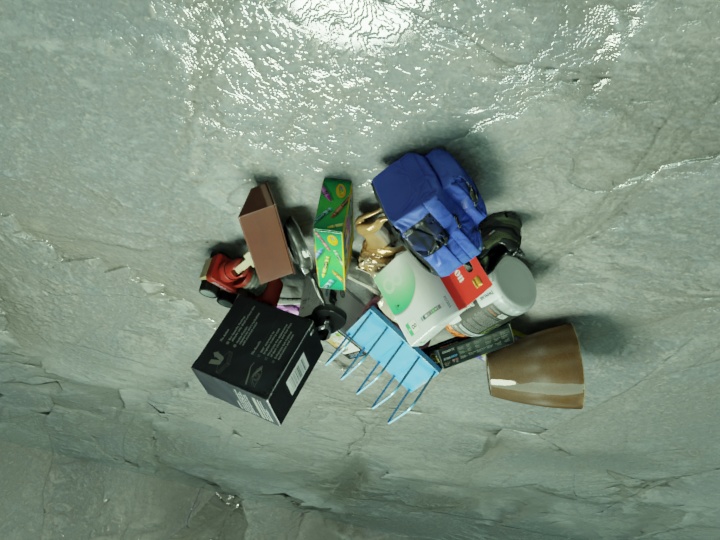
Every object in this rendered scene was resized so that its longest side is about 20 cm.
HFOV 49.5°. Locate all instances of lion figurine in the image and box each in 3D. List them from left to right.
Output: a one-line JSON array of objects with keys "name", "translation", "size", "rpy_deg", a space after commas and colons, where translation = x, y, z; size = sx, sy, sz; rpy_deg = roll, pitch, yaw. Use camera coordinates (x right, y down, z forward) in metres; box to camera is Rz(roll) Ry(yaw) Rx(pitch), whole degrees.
[{"name": "lion figurine", "translation": [0.031, -0.069, 1.545], "size": [0.120, 0.073, 0.201], "rpy_deg": [-6, 138, 20]}]

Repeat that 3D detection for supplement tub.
[{"name": "supplement tub", "translation": [0.260, 0.061, 1.626], "size": [0.121, 0.124, 0.199], "rpy_deg": [25, 144, -22]}]

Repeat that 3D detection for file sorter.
[{"name": "file sorter", "translation": [0.042, 0.206, 1.661], "size": [0.200, 0.123, 0.139], "rpy_deg": [42, 145, -1]}]

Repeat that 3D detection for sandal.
[{"name": "sandal", "translation": [-0.167, 0.106, 1.879], "size": [0.198, 0.051, 0.083], "rpy_deg": [5, 147, 8]}, {"name": "sandal", "translation": [-0.090, 0.132, 1.692], "size": [0.075, 0.043, 0.200], "rpy_deg": [22, 143, -19]}]

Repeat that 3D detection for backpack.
[{"name": "backpack", "translation": [0.139, -0.094, 1.383], "size": [0.166, 0.164, 0.200], "rpy_deg": [-29, 132, 14]}]

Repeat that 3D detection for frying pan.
[{"name": "frying pan", "translation": [-0.121, -0.025, 1.598], "size": [0.030, 0.115, 0.193], "rpy_deg": [-22, 130, -14]}]

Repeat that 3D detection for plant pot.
[{"name": "plant pot", "translation": [0.383, 0.224, 1.747], "size": [0.196, 0.190, 0.188], "rpy_deg": [-7, 146, 5]}]

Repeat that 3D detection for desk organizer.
[{"name": "desk organizer", "translation": [-0.191, -0.070, 1.549], "size": [0.076, 0.072, 0.202], "rpy_deg": [-19, 139, -8]}]

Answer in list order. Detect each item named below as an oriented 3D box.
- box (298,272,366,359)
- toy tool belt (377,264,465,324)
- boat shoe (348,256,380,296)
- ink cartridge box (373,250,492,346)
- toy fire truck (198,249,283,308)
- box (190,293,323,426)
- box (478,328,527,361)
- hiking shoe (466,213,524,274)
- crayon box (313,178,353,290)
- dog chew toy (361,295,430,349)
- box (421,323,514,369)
[{"name": "box", "translation": [-0.053, 0.103, 1.785], "size": [0.059, 0.118, 0.200], "rpy_deg": [-17, 138, 32]}, {"name": "toy tool belt", "translation": [0.131, 0.034, 1.624], "size": [0.125, 0.200, 0.123], "rpy_deg": [47, 180, 18]}, {"name": "boat shoe", "translation": [0.000, 0.000, 1.680], "size": [0.198, 0.058, 0.067], "rpy_deg": [30, 179, -22]}, {"name": "ink cartridge box", "translation": [0.134, 0.023, 1.491], "size": [0.050, 0.163, 0.200], "rpy_deg": [-1, 144, -50]}, {"name": "toy fire truck", "translation": [-0.229, 0.008, 1.704], "size": [0.175, 0.131, 0.198], "rpy_deg": [33, 151, -32]}, {"name": "box", "translation": [-0.212, 0.184, 1.637], "size": [0.197, 0.198, 0.118], "rpy_deg": [18, 149, 23]}, {"name": "box", "translation": [0.380, 0.200, 1.877], "size": [0.197, 0.049, 0.117], "rpy_deg": [19, 146, -17]}, {"name": "hiking shoe", "translation": [0.215, -0.038, 1.491], "size": [0.197, 0.102, 0.076], "rpy_deg": [-21, 136, 26]}, {"name": "crayon box", "translation": [-0.050, -0.066, 1.519], "size": [0.057, 0.121, 0.201], "rpy_deg": [6, 147, 5]}, {"name": "dog chew toy", "translation": [0.091, 0.133, 1.794], "size": [0.123, 0.127, 0.199], "rpy_deg": [-18, 147, 36]}, {"name": "box", "translation": [0.221, 0.175, 1.749], "size": [0.197, 0.047, 0.159], "rpy_deg": [-17, 177, -24]}]
